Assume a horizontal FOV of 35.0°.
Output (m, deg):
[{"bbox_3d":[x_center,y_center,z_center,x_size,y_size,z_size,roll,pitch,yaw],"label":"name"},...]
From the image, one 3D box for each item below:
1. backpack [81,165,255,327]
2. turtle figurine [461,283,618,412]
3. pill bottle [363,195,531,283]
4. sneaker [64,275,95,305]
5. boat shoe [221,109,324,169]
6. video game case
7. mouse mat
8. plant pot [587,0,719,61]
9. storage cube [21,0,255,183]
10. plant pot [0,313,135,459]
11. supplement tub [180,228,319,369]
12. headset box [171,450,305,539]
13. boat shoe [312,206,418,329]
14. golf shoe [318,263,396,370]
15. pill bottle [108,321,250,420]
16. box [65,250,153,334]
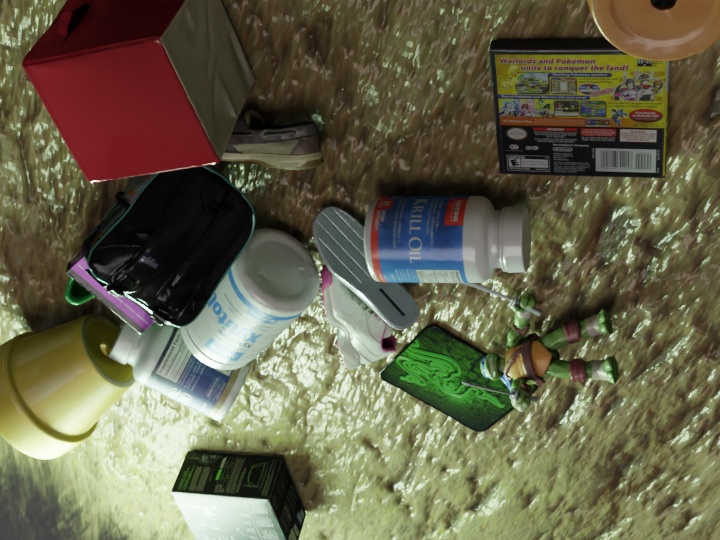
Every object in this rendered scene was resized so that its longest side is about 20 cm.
[{"bbox_3d":[-0.241,-0.054,1.475,0.176,0.153,0.200,36,99,-23],"label":"backpack"},{"bbox_3d":[0.239,0.110,1.541,0.193,0.144,0.200,-11,133,21],"label":"turtle figurine"},{"bbox_3d":[0.113,-0.040,1.453,0.199,0.112,0.112,-1,133,16],"label":"pill bottle"},{"bbox_3d":[-0.357,-0.012,1.640,0.074,0.084,0.200,37,123,-18],"label":"sneaker"},{"bbox_3d":[-0.137,-0.170,1.441,0.200,0.072,0.066,10,108,25],"label":"boat shoe"},{"bbox_3d":[0.256,-0.187,1.327,0.199,0.026,0.181,3,134,16],"label":"video game case"},{"bbox_3d":[0.146,0.167,1.722,0.200,0.008,0.161,30,134,-11],"label":"mouse mat"},{"bbox_3d":[0.298,-0.300,1.120,0.199,0.140,0.200,9,136,9],"label":"plant pot"},{"bbox_3d":[-0.250,-0.229,1.338,0.179,0.171,0.200,-7,130,21],"label":"storage cube"},{"bbox_3d":[-0.459,0.166,1.792,0.189,0.201,0.201,-32,119,20],"label":"plant pot"},{"bbox_3d":[-0.157,0.042,1.597,0.132,0.132,0.200,31,137,-14],"label":"supplement tub"},{"bbox_3d":[-0.219,0.411,2.013,0.199,0.093,0.174,0,134,18],"label":"headset box"},{"bbox_3d":[0.000,0.000,1.555,0.073,0.067,0.200,-36,98,-6],"label":"boat shoe"},{"bbox_3d":[-0.004,0.059,1.626,0.091,0.075,0.200,-9,137,10],"label":"golf shoe"},{"bbox_3d":[-0.279,0.140,1.752,0.200,0.111,0.111,28,135,-11],"label":"pill bottle"},{"bbox_3d":[-0.288,-0.023,1.589,0.200,0.036,0.143,-40,116,11],"label":"box"}]
